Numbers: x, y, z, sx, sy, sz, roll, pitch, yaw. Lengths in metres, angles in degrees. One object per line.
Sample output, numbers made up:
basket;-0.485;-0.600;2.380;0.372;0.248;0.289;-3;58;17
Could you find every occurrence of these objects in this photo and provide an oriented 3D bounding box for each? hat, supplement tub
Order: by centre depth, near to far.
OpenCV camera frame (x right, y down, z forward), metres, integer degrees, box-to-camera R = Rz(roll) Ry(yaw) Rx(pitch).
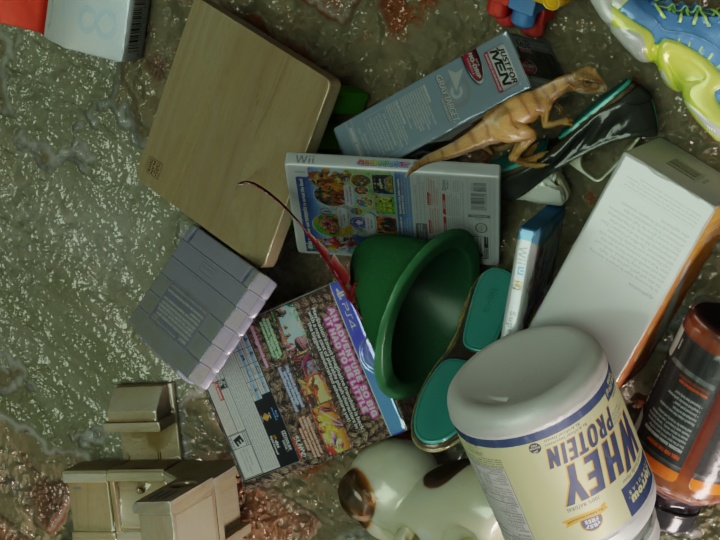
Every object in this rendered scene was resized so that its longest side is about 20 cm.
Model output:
supplement tub;0.173;0.165;1.574;0.144;0.145;0.201;-12;118;26
supplement tub;0.308;0.137;1.640;0.106;0.107;0.201;29;112;18
hat;0.000;0.000;1.723;0.175;0.165;0.201;26;130;28

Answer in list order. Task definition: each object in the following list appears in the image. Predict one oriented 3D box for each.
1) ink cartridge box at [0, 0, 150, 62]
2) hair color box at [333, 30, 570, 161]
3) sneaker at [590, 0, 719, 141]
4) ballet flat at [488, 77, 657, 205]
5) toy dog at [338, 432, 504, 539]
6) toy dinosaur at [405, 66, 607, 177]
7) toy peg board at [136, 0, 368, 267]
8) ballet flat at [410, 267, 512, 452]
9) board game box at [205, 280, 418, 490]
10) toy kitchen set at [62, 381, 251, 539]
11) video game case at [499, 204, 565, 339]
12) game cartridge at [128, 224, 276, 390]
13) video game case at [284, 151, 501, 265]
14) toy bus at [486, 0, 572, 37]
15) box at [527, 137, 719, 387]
ink cartridge box;-0.309;-0.317;1.881;0.199;0.047;0.161;15;106;20
hair color box;0.086;-0.149;1.694;0.199;0.099;0.061;-28;78;27
sneaker;0.295;-0.213;1.601;0.200;0.076;0.105;44;104;-9
ballet flat;0.190;-0.102;1.678;0.199;0.068;0.069;-30;98;26
toy dog;0.074;0.231;1.741;0.199;0.140;0.195;15;137;34
toy dinosaur;0.123;-0.127;1.610;0.199;0.106;0.061;-30;61;-3
toy peg board;-0.100;-0.138;1.805;0.199;0.097;0.201;34;112;33
ballet flat;0.107;0.093;1.703;0.070;0.071;0.201;15;65;22
board game box;-0.046;0.106;1.806;0.199;0.097;0.161;-22;90;27
toy kitchen set;-0.244;0.214;1.873;0.198;0.180;0.165;-4;97;21
video game case;0.153;0.046;1.676;0.018;0.143;0.202;12;105;15
game cartridge;-0.160;0.035;1.796;0.130;0.038;0.200;-60;28;1
video game case;0.033;-0.057;1.703;0.198;0.018;0.144;4;146;7
toy bus;0.136;-0.314;1.640;0.199;0.136;0.193;29;126;20
box;0.248;-0.005;1.633;0.097;0.124;0.201;33;112;16
